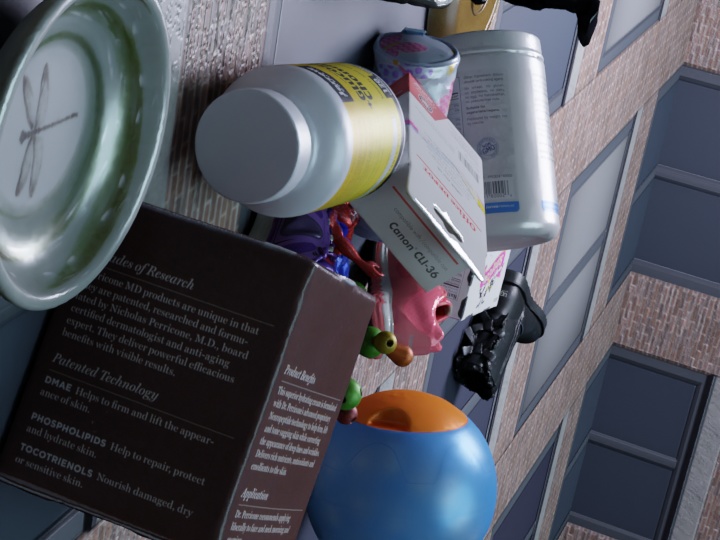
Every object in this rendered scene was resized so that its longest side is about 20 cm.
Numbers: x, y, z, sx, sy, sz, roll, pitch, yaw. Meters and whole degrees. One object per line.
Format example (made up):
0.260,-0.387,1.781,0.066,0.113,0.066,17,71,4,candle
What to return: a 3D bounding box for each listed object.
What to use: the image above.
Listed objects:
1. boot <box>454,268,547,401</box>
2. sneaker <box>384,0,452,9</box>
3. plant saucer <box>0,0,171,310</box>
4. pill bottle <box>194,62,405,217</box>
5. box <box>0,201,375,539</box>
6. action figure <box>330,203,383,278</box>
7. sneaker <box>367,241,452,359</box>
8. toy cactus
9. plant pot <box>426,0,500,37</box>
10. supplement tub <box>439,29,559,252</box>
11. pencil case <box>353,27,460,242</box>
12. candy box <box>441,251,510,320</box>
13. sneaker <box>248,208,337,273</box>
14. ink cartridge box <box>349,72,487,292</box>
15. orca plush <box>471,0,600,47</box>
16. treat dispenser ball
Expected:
0.197,0.106,2.253,0.198,0.073,0.163,60,47,-59,boot
0.058,-0.300,1.423,0.200,0.075,0.116,-56,154,-71,sneaker
-0.176,-0.079,0.914,0.200,0.050,0.201,18,90,-73,plant saucer
-0.046,-0.099,1.201,0.200,0.112,0.113,-22,128,-69,pill bottle
-0.111,0.076,1.079,0.166,0.163,0.201,35,73,-72,box
0.000,0.000,1.485,0.065,0.099,0.201,-49,149,-55,action figure
0.049,0.028,1.618,0.200,0.086,0.074,-85,-178,-56,sneaker
-0.045,0.069,1.375,0.102,0.200,0.165,23,119,-42,toy cactus
0.119,-0.301,1.671,0.200,0.027,0.201,17,90,-73,plant pot
0.125,-0.124,1.580,0.132,0.131,0.201,23,62,-73,supplement tub
0.040,-0.123,1.504,0.091,0.083,0.201,-68,168,-60,pencil case
0.135,-0.052,1.893,0.168,0.071,0.201,-16,122,-70,candy box
-0.047,-0.023,1.324,0.081,0.083,0.201,75,34,-62,sneaker
0.049,-0.067,1.366,0.117,0.067,0.200,48,23,-25,ink cartridge box
0.141,-0.260,1.507,0.071,0.200,0.105,-39,146,-10,orca plush
0.042,0.224,1.651,0.201,0.200,0.202,18,90,-73,treat dispenser ball
